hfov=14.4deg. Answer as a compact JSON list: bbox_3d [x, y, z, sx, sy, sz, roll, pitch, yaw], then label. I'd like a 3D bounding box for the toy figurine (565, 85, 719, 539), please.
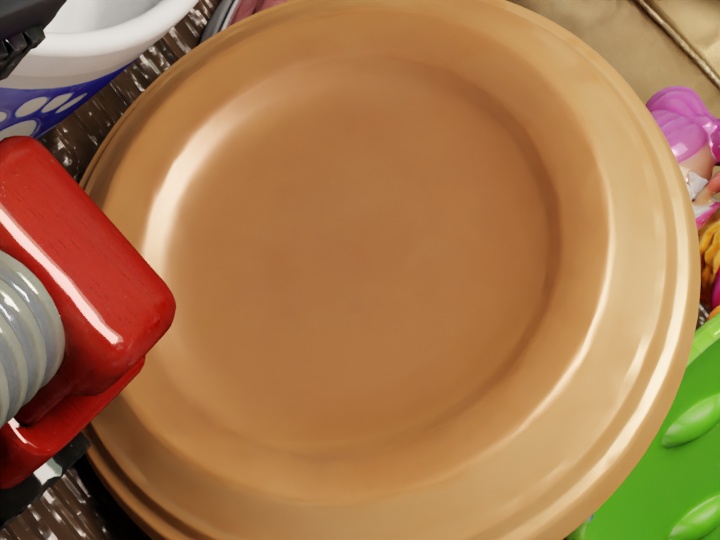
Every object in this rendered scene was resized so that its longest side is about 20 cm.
[{"bbox_3d":[0.104,-0.008,0.955,0.200,0.150,0.184,-29,51,-15],"label":"toy figurine"}]

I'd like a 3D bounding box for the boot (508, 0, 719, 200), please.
[{"bbox_3d":[0.160,-0.080,1.076,0.200,0.066,0.175,45,82,-10],"label":"boot"}]

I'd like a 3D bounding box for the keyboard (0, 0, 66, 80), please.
[{"bbox_3d":[-0.140,-0.045,0.716,0.021,0.127,0.200,47,40,9],"label":"keyboard"}]

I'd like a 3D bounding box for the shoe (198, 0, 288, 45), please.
[{"bbox_3d":[-0.019,-0.044,0.923,0.071,0.091,0.200,33,45,-21],"label":"shoe"}]

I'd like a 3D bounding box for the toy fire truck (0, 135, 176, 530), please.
[{"bbox_3d":[-0.115,0.011,0.716,0.129,0.200,0.176,49,42,-5],"label":"toy fire truck"}]

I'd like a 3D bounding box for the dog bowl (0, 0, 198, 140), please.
[{"bbox_3d":[-0.142,-0.135,0.883,0.200,0.079,0.200,23,49,-30],"label":"dog bowl"}]

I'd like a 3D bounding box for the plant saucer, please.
[{"bbox_3d":[0.000,0.000,0.847,0.037,0.200,0.201,59,16,-64],"label":"plant saucer"}]

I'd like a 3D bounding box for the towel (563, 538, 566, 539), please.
[{"bbox_3d":[0.124,0.177,0.955,0.144,0.023,0.200,11,58,-40],"label":"towel"}]
